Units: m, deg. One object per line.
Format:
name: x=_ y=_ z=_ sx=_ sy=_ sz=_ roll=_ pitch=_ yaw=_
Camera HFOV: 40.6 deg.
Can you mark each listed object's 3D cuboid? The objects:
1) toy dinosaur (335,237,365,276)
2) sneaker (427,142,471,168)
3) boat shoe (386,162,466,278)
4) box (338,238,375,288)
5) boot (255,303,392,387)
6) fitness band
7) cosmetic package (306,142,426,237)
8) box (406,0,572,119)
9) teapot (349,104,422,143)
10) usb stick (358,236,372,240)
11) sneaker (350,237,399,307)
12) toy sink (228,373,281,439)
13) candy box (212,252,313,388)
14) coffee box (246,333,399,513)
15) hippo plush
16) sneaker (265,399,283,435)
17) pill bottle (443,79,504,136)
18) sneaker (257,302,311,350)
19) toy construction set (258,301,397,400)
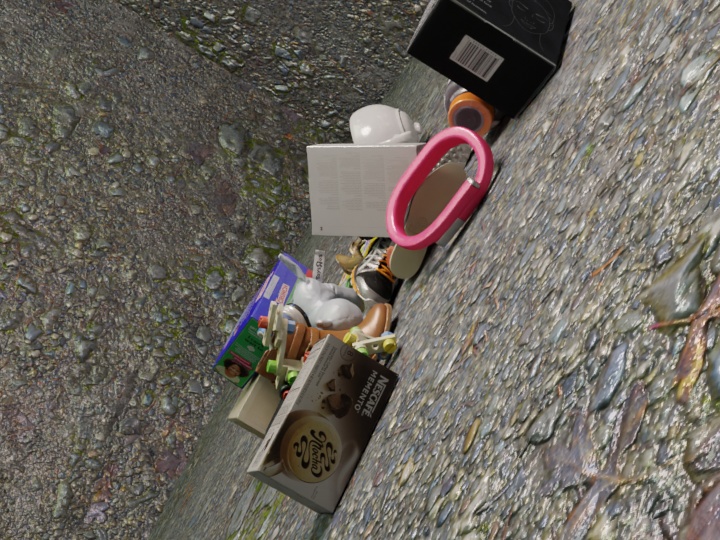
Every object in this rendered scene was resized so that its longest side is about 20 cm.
toy dinosaur: x=0.000 y=0.000 z=1.708 sx=0.058 sy=0.101 sz=0.200 roll=-63 pitch=1 yaw=17
sneaker: x=0.127 y=-0.169 z=1.685 sx=0.200 sy=0.076 sz=0.081 roll=-54 pitch=0 yaw=24
boat shoe: x=0.101 y=-0.080 z=1.530 sx=0.201 sy=0.071 sz=0.063 roll=-63 pitch=5 yaw=8
box: x=0.018 y=-0.032 z=1.936 sx=0.117 sy=0.048 sz=0.201 roll=-49 pitch=11 yaw=51
boot: x=-0.053 y=0.109 z=1.466 sx=0.201 sy=0.155 sz=0.077 roll=-60 pitch=8 yaw=-4
fitness band: x=0.113 y=-0.118 z=1.435 sx=0.200 sy=0.037 sz=0.144 roll=-52 pitch=42 yaw=17
cosmetic package: x=0.013 y=-0.133 z=1.611 sx=0.052 sy=0.199 sz=0.152 roll=-26 pitch=-64 yaw=-64
box: x=0.199 y=-0.370 z=1.479 sx=0.124 sy=0.199 sz=0.197 roll=-52 pitch=11 yaw=46
teapot: x=0.071 y=-0.296 z=2.211 sx=0.145 sy=0.198 sz=0.201 roll=-20 pitch=54 yaw=13
usb stick: x=0.067 y=-0.106 z=1.655 sx=0.199 sy=0.055 sz=0.033 roll=-26 pitch=26 yaw=37
sneaker: x=0.042 y=-0.011 z=1.620 sx=0.077 sy=0.078 sz=0.201 roll=-41 pitch=20 yaw=34
toy sink: x=-0.144 y=0.214 z=1.809 sx=0.201 sy=0.112 sz=0.130 roll=-62 pitch=9 yaw=-16
candy box: x=-0.176 y=0.093 z=1.775 sx=0.200 sy=0.077 sz=0.170 roll=-52 pitch=10 yaw=46
coffee box: x=-0.048 y=0.199 z=1.269 sx=0.201 sy=0.113 sz=0.080 roll=-62 pitch=8 yaw=-20
hippo plush: x=-0.033 y=0.080 z=1.596 sx=0.161 sy=0.158 sz=0.202 roll=24 pitch=115 yaw=55
sneaker: x=-0.116 y=0.226 z=1.715 sx=0.106 sy=0.075 sz=0.201 roll=-48 pitch=15 yaw=44
pill bottle: x=0.195 y=-0.297 z=1.585 sx=0.106 sy=0.106 sz=0.201 roll=-52 pitch=11 yaw=43
sneaker: x=-0.103 y=0.155 z=1.526 sx=0.077 sy=0.201 sz=0.076 roll=-28 pitch=14 yaw=-31
toy construction set: x=-0.056 y=0.122 z=1.379 sx=0.092 sy=0.199 sz=0.132 roll=-76 pitch=3 yaw=-64
